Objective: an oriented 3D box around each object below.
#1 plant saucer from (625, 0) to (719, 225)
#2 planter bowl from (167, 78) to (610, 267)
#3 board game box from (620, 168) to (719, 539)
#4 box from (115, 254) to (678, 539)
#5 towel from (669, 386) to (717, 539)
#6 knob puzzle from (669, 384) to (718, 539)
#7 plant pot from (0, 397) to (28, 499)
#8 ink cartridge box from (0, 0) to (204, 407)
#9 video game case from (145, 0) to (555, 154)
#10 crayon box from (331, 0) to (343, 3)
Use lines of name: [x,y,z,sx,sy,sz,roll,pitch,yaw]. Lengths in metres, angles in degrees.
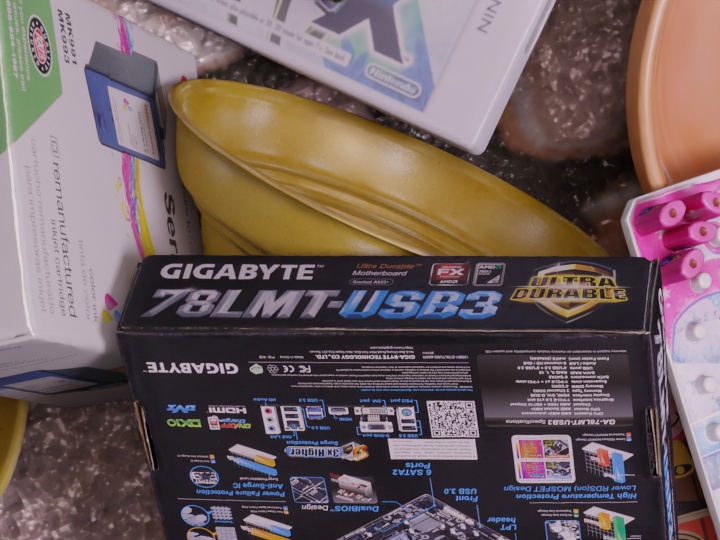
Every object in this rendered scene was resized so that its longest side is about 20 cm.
plant saucer: [0.189,-0.088,1.041,0.199,0.037,0.202,-9,107,-30]
planter bowl: [0.000,0.000,0.992,0.199,0.200,0.084,23,104,-1]
board game box: [0.221,0.040,1.017,0.199,0.026,0.201,-18,92,-28]
box: [0.021,0.084,0.932,0.199,0.199,0.050,-1,41,12]
towel: [0.118,0.119,1.046,0.200,0.023,0.144,-42,88,-10]
knob puzzle: [0.145,0.104,1.025,0.218,0.030,0.221,1,83,-6]
plant pot: [-0.239,0.018,0.960,0.141,0.200,0.201,-11,79,19]
ink cartridge box: [-0.129,-0.029,0.950,0.087,0.200,0.146,-10,80,15]
video game case: [0.003,-0.172,1.043,0.199,0.022,0.183,26,90,17]
crayon box: [0.041,-0.231,0.992,0.199,0.058,0.173,-23,79,15]
